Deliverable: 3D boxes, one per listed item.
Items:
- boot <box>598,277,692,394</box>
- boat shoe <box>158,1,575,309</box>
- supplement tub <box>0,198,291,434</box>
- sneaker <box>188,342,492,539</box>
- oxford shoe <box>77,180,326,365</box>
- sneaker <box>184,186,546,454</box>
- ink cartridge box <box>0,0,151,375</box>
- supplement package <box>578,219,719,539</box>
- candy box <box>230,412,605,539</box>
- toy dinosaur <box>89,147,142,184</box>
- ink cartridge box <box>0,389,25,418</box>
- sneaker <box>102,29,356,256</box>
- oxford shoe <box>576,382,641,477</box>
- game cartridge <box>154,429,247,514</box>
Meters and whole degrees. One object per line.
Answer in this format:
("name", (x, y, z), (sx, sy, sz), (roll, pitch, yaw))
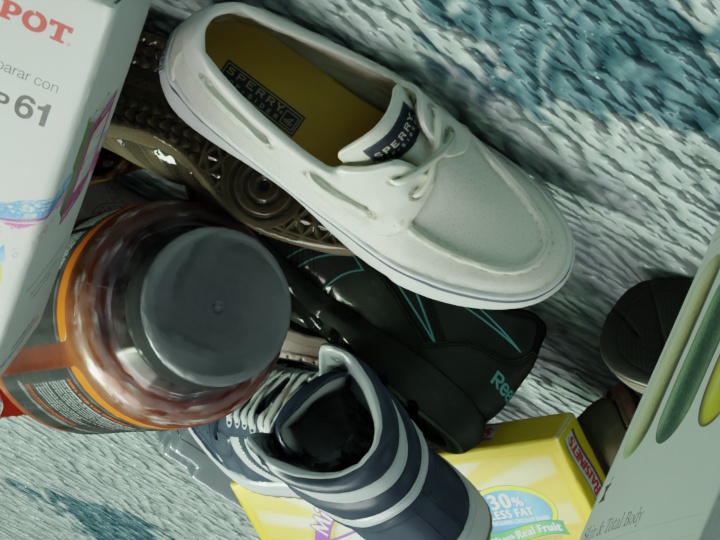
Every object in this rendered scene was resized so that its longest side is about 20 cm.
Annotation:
("boot", (0.214, 0.082, 1.297), (0.200, 0.073, 0.151), (19, 161, 32))
("boat shoe", (0.009, -0.051, 1.212), (0.200, 0.071, 0.070), (35, 165, -7))
("supplement tub", (-0.101, 0.023, 1.336), (0.107, 0.107, 0.200), (31, 165, -18))
("sneaker", (-0.032, 0.068, 1.340), (0.200, 0.070, 0.109), (28, 168, 43))
("oxford shoe", (-0.082, -0.006, 1.505), (0.200, 0.071, 0.073), (32, 135, -14))
("sneaker", (0.000, 0.000, 1.372), (0.200, 0.079, 0.075), (41, 172, 13))
("ink cartridge box", (-0.181, -0.070, 1.196), (0.144, 0.200, 0.085), (23, -152, 2))
("supplement package", (0.191, 0.077, 1.093), (0.150, 0.200, 0.152), (29, 163, -8))
("candy box", (0.038, 0.127, 1.407), (0.200, 0.026, 0.102), (-11, 115, 36))
("toy dinosaur", (-0.174, -0.045, 1.364), (0.136, 0.102, 0.200), (-11, 156, 39))
("ink cartridge box", (-0.216, 0.000, 1.477), (0.050, 0.162, 0.200), (-28, 168, 29))
("sneaker", (-0.065, -0.066, 1.297), (0.200, 0.071, 0.076), (28, -179, 11))
("oxford shoe", (0.119, 0.105, 1.428), (0.071, 0.074, 0.200), (55, 174, 5))
("game cartridge", (-0.063, 0.097, 1.636), (0.133, 0.040, 0.200), (38, -174, -19))
